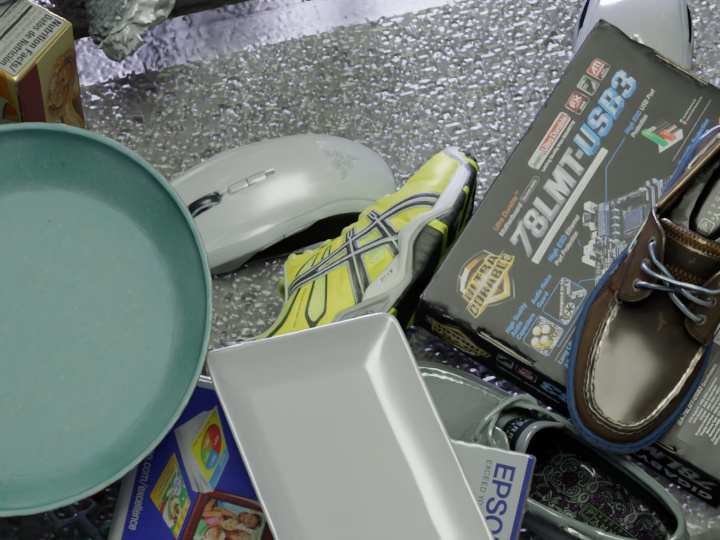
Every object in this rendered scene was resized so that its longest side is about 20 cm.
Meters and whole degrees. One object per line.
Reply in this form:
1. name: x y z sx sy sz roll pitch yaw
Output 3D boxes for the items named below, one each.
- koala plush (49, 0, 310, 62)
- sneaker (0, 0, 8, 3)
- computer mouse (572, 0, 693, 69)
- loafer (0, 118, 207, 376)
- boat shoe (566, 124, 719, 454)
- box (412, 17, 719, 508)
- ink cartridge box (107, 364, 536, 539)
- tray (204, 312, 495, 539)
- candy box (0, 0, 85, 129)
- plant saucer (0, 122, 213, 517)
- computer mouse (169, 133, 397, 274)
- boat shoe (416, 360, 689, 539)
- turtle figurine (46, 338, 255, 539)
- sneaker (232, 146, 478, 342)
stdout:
1. koala plush: -0.117 -0.223 1.739 0.200 0.184 0.177 -39 64 -10
2. sneaker: -0.219 -0.186 1.611 0.075 0.089 0.200 32 61 20
3. computer mouse: 0.152 -0.100 1.713 0.110 0.044 0.200 6 57 3
4. loafer: -0.160 0.008 1.599 0.073 0.071 0.200 -40 88 6
5. boat shoe: 0.165 0.000 1.556 0.072 0.072 0.200 24 71 4
6. box: 0.163 -0.006 1.621 0.198 0.050 0.200 30 71 7
7. ink cartridge box: -0.032 0.164 1.488 0.200 0.047 0.198 14 88 -5
8. tray: 0.004 0.118 1.430 0.107 0.022 0.200 -13 64 -24
9. candy box: -0.254 -0.135 1.699 0.200 0.115 0.055 29 62 17
10. plant saucer: -0.166 0.027 1.466 0.200 0.036 0.200 -3 74 11
11. computer mouse: -0.076 -0.039 1.681 0.200 0.044 0.110 -17 58 -11
12. boat shoe: 0.092 0.098 1.575 0.201 0.072 0.070 33 62 19
13. turtle figurine: -0.072 0.107 1.550 0.200 0.101 0.150 33 89 3
14. sneaker: 0.000 0.000 1.638 0.076 0.075 0.200 27 59 16
